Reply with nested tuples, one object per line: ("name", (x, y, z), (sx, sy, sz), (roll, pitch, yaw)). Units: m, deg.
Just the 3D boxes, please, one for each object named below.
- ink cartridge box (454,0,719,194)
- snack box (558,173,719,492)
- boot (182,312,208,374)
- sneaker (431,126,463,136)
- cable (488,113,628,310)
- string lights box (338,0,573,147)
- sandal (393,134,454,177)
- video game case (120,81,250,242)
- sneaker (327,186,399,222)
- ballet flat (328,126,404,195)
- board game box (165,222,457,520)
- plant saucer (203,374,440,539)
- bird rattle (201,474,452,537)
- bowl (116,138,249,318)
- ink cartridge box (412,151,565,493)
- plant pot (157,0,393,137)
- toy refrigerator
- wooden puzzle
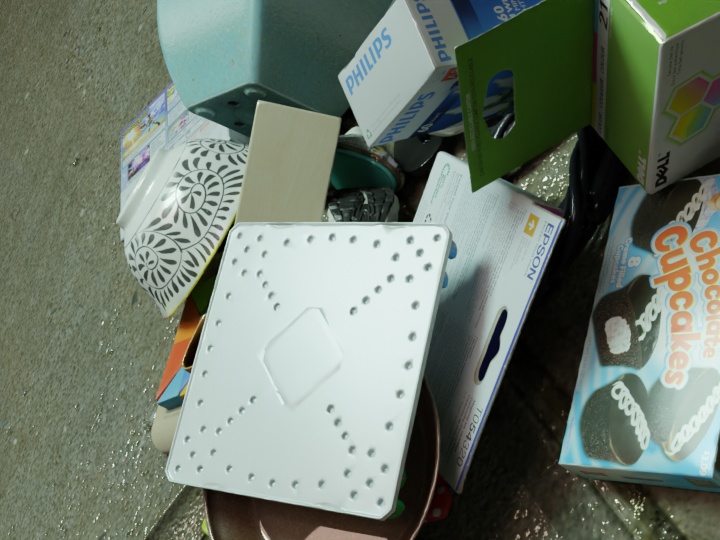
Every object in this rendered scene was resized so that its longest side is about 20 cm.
("ink cartridge box", (0.166, -0.114, 0.729), (0.198, 0.149, 0.076), (-29, 57, -8))
("snack box", (0.203, 0.037, 0.750), (0.115, 0.037, 0.203), (-5, 63, 48))
("boot", (-0.091, 0.101, 0.963), (0.203, 0.143, 0.071), (-58, 38, 16))
("sneaker", (0.115, -0.174, 0.941), (0.199, 0.075, 0.100), (-38, 13, 29))
("cable", (0.125, -0.055, 0.894), (0.162, 0.050, 0.203), (15, 80, 53))
("string lights box", (0.094, -0.150, 0.780), (0.060, 0.198, 0.103), (66, 149, 12))
("sandal", (0.059, -0.178, 1.058), (0.074, 0.045, 0.203), (-11, 59, 46))
("video game case", (-0.206, -0.147, 1.355), (0.199, 0.045, 0.183), (-37, 44, 29))
("sneaker", (0.000, 0.000, 0.945), (0.073, 0.081, 0.201), (-3, 25, 11))
("ballet flat", (-0.024, -0.105, 1.096), (0.199, 0.072, 0.073), (-3, 64, 48))
("board game box", (-0.035, 0.064, 0.821), (0.197, 0.026, 0.203), (2, 70, 34))
("plant saucer", (-0.023, 0.139, 0.817), (0.198, 0.037, 0.204), (-15, 61, 29))
("bird rattle", (-0.012, 0.215, 0.873), (0.197, 0.112, 0.166), (-19, 63, 26))
("bowl", (-0.188, -0.062, 1.178), (0.202, 0.093, 0.201), (-56, 14, 21))
("ink cartridge box", (0.077, 0.032, 0.843), (0.200, 0.043, 0.199), (41, 113, 61))
("plant pot", (-0.088, -0.246, 1.170), (0.194, 0.195, 0.204), (-11, 67, 45))
("toy refrigerator", (-0.072, -0.042, 1.018), (0.070, 0.075, 0.204), (-109, 29, -82))
("wooden puzzle", (-0.140, 0.065, 1.132), (0.184, 0.037, 0.203), (-23, 51, 46))
